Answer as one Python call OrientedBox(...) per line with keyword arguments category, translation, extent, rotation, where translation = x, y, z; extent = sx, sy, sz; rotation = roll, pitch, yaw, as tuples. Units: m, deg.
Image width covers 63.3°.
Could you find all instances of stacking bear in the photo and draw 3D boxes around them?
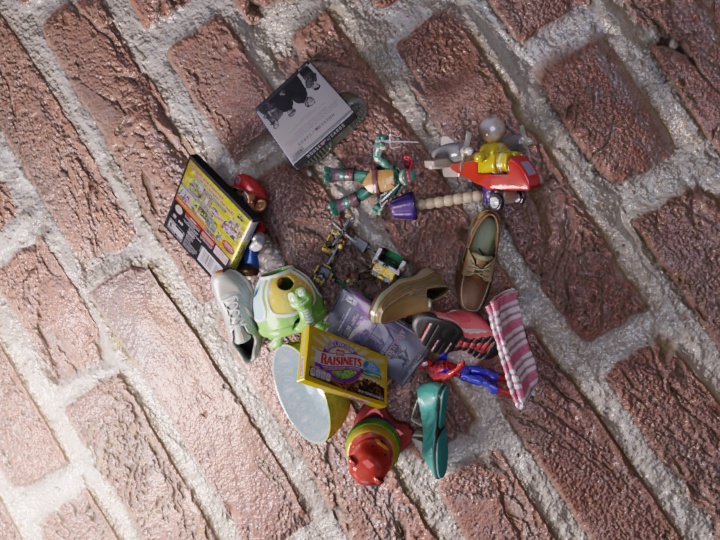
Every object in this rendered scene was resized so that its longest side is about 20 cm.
OrientedBox(category="stacking bear", translation=(0.024, 0.334, 1.089), extent=(0.121, 0.200, 0.114), rotation=(41, 96, 4))

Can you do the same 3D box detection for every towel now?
OrientedBox(category="towel", translation=(0.286, 0.139, 1.075), extent=(0.030, 0.146, 0.201), rotation=(-16, 90, 29))

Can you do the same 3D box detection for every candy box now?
OrientedBox(category="candy box", translation=(-0.027, 0.177, 1.057), extent=(0.026, 0.200, 0.103), rotation=(-28, 49, 38))

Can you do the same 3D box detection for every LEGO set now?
OrientedBox(category="LEGO set", translation=(0.000, 0.000, 1.123), extent=(0.200, 0.116, 0.154), rotation=(37, 96, 5))

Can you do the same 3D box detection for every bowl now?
OrientedBox(category="bowl", translation=(-0.076, 0.221, 1.135), extent=(0.107, 0.200, 0.201), rotation=(-18, 89, -35))

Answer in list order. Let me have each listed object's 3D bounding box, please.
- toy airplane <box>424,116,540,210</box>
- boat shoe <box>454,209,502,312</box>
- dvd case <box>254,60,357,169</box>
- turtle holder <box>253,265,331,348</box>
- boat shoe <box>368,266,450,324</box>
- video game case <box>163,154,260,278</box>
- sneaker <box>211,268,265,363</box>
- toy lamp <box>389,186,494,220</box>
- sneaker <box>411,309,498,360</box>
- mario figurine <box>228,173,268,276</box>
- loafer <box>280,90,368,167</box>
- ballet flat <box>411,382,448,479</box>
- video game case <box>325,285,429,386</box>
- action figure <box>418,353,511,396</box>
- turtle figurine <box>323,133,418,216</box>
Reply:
OrientedBox(category="toy airplane", translation=(0.217, -0.209, 1.046), extent=(0.198, 0.200, 0.142), rotation=(10, 120, 3))
OrientedBox(category="boat shoe", translation=(0.224, -0.020, 1.114), extent=(0.075, 0.074, 0.201), rotation=(9, 93, 7))
OrientedBox(category="dvd case", translation=(-0.110, -0.304, 1.125), extent=(0.150, 0.025, 0.200), rotation=(-40, 55, 7))
OrientedBox(category="turtle holder", translation=(-0.142, 0.066, 1.106), extent=(0.140, 0.186, 0.132), rotation=(-16, 99, 6))
OrientedBox(category="boat shoe", translation=(0.098, 0.052, 1.073), extent=(0.076, 0.200, 0.072), rotation=(33, 132, 26))
OrientedBox(category="video game case", translation=(-0.297, -0.095, 1.148), extent=(0.200, 0.025, 0.181), rotation=(44, 123, 19))
OrientedBox(category="sneaker", translation=(-0.235, 0.092, 1.136), extent=(0.075, 0.092, 0.201), rotation=(-18, 118, 1))
OrientedBox(category="toy lamp", translation=(0.157, -0.135, 1.130), extent=(0.199, 0.058, 0.058), rotation=(-10, 91, 6))
OrientedBox(category="sneaker", translation=(0.173, 0.108, 1.089), extent=(0.199, 0.087, 0.074), rotation=(18, 120, -26))
OrientedBox(category="mario figurine", translation=(-0.245, -0.092, 1.158), extent=(0.123, 0.106, 0.201), rotation=(4, 96, -3))
OrientedBox(category="loafer", translation=(-0.076, -0.280, 1.157), extent=(0.200, 0.075, 0.070), rotation=(-34, 51, 10))
OrientedBox(category="ballet flat", translation=(0.135, 0.308, 1.141), extent=(0.070, 0.067, 0.201), rotation=(6, 106, 28))
OrientedBox(category="video game case", translation=(0.028, 0.129, 1.133), extent=(0.200, 0.019, 0.143), rotation=(32, 131, 5))
OrientedBox(category="action figure", translation=(0.211, 0.179, 1.117), extent=(0.199, 0.065, 0.099), rotation=(8, 126, 8))
OrientedBox(category="turtle figurine", translation=(0.031, -0.171, 1.124), extent=(0.199, 0.101, 0.150), rotation=(-10, 74, 24))
